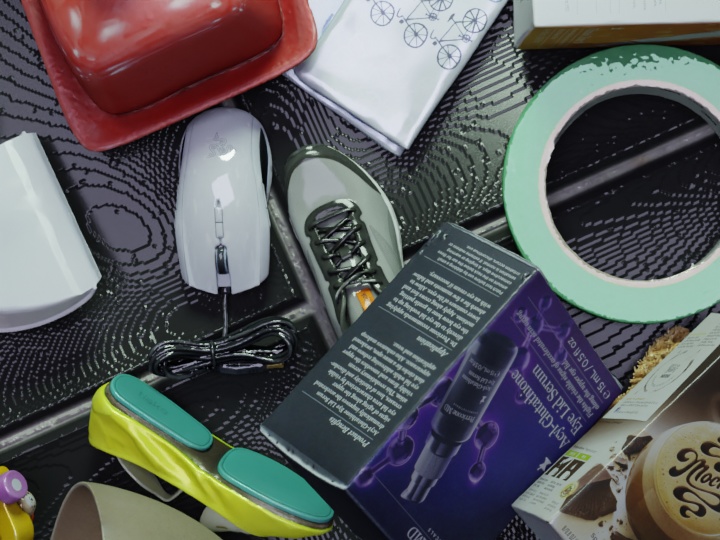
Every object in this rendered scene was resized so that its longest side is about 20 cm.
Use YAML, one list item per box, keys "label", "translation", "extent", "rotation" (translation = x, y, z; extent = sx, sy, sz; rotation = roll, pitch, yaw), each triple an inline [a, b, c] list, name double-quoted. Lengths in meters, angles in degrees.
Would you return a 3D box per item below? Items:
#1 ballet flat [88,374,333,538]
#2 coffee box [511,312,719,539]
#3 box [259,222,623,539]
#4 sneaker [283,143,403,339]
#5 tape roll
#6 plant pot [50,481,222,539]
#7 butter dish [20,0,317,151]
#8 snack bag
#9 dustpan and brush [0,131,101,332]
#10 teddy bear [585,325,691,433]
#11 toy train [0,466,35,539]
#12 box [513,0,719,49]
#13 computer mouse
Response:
- label: "ballet flat"
  translation: [-0.114, 0.151, 1.437]
  extent: [0.200, 0.067, 0.067]
  rotation: [31, 112, 7]
- label: "coffee box"
  translation: [0.217, 0.135, 1.325]
  extent: [0.200, 0.080, 0.113]
  rotation: [-43, 100, -10]
- label: "box"
  translation: [0.057, 0.094, 1.340]
  extent: [0.200, 0.148, 0.104]
  rotation: [-49, 41, -10]
- label: "sneaker"
  translation: [0.000, 0.000, 1.419]
  extent: [0.074, 0.079, 0.200]
  rotation: [-23, 86, 5]
- label: "tape roll"
  translation: [0.202, -0.061, 1.421]
  extent: [0.200, 0.048, 0.201]
  rotation: [0, 89, 4]
- label: "plant pot"
  translation: [-0.141, 0.253, 1.381]
  extent: [0.134, 0.200, 0.200]
  rotation: [7, 89, -21]
- label: "butter dish"
  translation: [-0.157, -0.213, 1.392]
  extent: [0.200, 0.148, 0.200]
  rotation: [-23, 81, 7]
- label: "snack bag"
  translation: [0.002, -0.215, 1.453]
  extent: [0.200, 0.021, 0.189]
  rotation: [35, 92, 5]
- label: "dustpan and brush"
  translation: [-0.301, 0.001, 1.460]
  extent: [0.200, 0.057, 0.140]
  rotation: [-26, 75, -3]
- label: "teddy bear"
  translation: [0.235, 0.112, 1.412]
  extent: [0.200, 0.067, 0.145]
  rotation: [-33, 96, -4]
- label: "toy train"
  translation: [-0.294, 0.195, 1.451]
  extent: [0.150, 0.056, 0.200]
  rotation: [2, 100, 31]
- label: "box"
  translation: [0.211, -0.211, 1.377]
  extent: [0.200, 0.124, 0.098]
  rotation: [-2, 89, -1]
- label: "computer mouse"
  translation: [-0.103, -0.021, 1.444]
  extent: [0.110, 0.044, 0.200]
  rotation: [-3, 88, 5]
